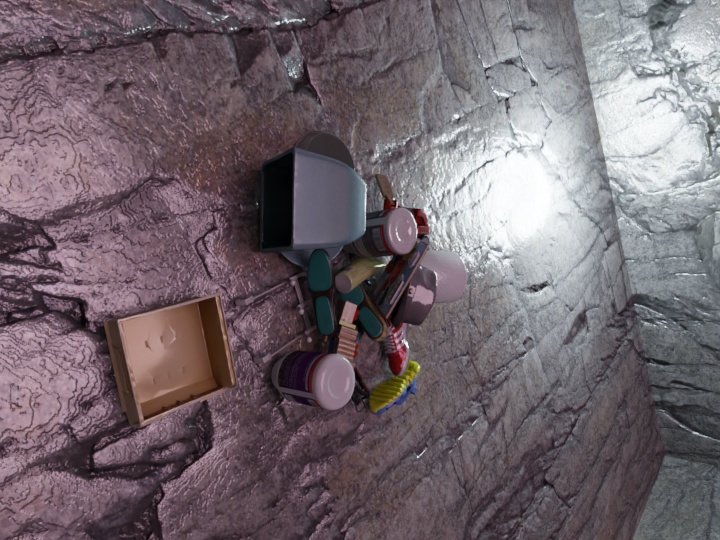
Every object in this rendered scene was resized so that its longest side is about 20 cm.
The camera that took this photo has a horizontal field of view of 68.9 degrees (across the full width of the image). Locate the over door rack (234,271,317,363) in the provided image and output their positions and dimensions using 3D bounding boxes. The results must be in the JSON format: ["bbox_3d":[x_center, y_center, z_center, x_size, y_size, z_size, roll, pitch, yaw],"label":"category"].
[{"bbox_3d":[-0.170,0.104,1.192,0.198,0.066,0.152,-25,104,-42],"label":"over door rack"}]

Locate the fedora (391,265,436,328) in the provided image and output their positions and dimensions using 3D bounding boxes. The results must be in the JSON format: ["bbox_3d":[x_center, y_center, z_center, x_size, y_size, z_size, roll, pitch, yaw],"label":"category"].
[{"bbox_3d":[0.144,0.057,1.348,0.088,0.177,0.205,16,72,-1],"label":"fedora"}]

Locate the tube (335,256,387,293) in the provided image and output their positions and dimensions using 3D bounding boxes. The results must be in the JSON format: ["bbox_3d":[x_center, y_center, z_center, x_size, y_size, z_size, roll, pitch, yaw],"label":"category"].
[{"bbox_3d":[0.000,0.000,1.330,0.059,0.051,0.200,64,31,-8],"label":"tube"}]

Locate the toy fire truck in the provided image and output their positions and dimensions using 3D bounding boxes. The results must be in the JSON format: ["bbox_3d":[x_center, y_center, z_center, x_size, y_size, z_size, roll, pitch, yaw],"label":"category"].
[{"bbox_3d":[0.105,-0.160,1.460,0.173,0.127,0.207,-1,98,-44],"label":"toy fire truck"}]

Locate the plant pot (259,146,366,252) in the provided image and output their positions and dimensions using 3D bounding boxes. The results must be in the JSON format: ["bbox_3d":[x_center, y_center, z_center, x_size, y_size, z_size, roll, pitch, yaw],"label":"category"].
[{"bbox_3d":[-0.095,-0.137,1.141,0.195,0.195,0.203,2,89,-30],"label":"plant pot"}]

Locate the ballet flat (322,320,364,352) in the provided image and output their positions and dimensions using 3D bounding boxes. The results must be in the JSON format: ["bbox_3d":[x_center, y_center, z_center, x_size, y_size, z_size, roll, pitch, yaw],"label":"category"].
[{"bbox_3d":[-0.049,0.185,1.308,0.075,0.073,0.202,50,54,-29],"label":"ballet flat"}]

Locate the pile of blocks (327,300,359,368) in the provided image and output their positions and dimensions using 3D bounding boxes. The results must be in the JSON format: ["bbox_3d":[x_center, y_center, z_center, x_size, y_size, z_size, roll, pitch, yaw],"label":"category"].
[{"bbox_3d":[-0.036,0.168,1.253,0.061,0.082,0.205,20,58,-23],"label":"pile of blocks"}]

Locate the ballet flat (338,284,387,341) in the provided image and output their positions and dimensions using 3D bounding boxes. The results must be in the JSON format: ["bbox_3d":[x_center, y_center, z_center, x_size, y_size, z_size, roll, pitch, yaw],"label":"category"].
[{"bbox_3d":[0.006,0.096,1.326,0.069,0.071,0.202,-5,50,-43],"label":"ballet flat"}]

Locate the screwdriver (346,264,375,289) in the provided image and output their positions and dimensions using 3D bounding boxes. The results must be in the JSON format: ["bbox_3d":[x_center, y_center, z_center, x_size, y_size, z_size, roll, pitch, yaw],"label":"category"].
[{"bbox_3d":[0.037,0.050,1.399,0.199,0.028,0.029,42,81,-20],"label":"screwdriver"}]

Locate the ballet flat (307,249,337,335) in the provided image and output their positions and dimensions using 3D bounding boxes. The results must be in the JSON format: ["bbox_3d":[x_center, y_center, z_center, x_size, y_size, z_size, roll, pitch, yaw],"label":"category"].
[{"bbox_3d":[-0.086,0.049,1.229,0.068,0.066,0.207,-31,119,-76],"label":"ballet flat"}]

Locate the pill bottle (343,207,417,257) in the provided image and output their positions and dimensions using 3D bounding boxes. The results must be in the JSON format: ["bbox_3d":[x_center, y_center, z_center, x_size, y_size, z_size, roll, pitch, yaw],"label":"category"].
[{"bbox_3d":[0.037,-0.091,1.316,0.109,0.197,0.115,3,86,-43],"label":"pill bottle"}]

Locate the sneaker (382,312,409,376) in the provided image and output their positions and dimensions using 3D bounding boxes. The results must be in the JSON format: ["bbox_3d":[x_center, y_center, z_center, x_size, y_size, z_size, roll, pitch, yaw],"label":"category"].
[{"bbox_3d":[0.077,0.181,1.427,0.111,0.070,0.206,16,69,-46],"label":"sneaker"}]

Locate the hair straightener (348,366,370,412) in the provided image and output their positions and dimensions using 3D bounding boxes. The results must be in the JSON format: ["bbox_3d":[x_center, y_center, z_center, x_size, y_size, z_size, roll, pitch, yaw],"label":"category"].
[{"bbox_3d":[-0.022,0.298,1.308,0.078,0.040,0.202,-55,148,-24],"label":"hair straightener"}]

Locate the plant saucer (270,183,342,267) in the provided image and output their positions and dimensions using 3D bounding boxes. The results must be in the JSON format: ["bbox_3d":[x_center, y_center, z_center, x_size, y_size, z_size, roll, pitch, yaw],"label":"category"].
[{"bbox_3d":[-0.124,-0.111,1.248,0.196,0.038,0.208,0,91,-26],"label":"plant saucer"}]

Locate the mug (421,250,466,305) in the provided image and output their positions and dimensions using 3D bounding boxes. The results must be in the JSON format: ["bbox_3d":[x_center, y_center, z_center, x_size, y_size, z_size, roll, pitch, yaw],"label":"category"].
[{"bbox_3d":[0.187,0.042,1.510,0.171,0.147,0.205,0,117,-34],"label":"mug"}]

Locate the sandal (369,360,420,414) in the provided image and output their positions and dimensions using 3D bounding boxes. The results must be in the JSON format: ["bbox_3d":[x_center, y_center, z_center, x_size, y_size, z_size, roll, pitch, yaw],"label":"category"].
[{"bbox_3d":[0.101,0.337,1.440,0.198,0.078,0.089,-31,122,-37],"label":"sandal"}]

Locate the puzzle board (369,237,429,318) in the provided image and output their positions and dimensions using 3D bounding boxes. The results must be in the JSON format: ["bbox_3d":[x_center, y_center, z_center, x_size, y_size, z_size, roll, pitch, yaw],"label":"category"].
[{"bbox_3d":[0.090,0.006,1.310,0.017,0.151,0.203,28,96,-19],"label":"puzzle board"}]

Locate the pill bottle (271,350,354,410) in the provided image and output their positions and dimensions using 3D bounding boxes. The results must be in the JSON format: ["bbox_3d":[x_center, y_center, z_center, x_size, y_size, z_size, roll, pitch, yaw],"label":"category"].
[{"bbox_3d":[-0.110,0.236,1.149,0.110,0.197,0.116,3,85,-43],"label":"pill bottle"}]

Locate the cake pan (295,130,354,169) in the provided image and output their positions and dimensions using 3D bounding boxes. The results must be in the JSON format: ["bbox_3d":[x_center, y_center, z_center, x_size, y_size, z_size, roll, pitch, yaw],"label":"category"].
[{"bbox_3d":[-0.085,-0.253,1.319,0.197,0.036,0.207,4,85,-45],"label":"cake pan"}]

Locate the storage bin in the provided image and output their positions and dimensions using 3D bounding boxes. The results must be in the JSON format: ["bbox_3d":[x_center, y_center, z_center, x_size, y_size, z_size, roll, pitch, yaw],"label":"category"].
[{"bbox_3d":[-0.353,0.165,0.990,0.197,0.092,0.205,-16,98,-44],"label":"storage bin"}]
